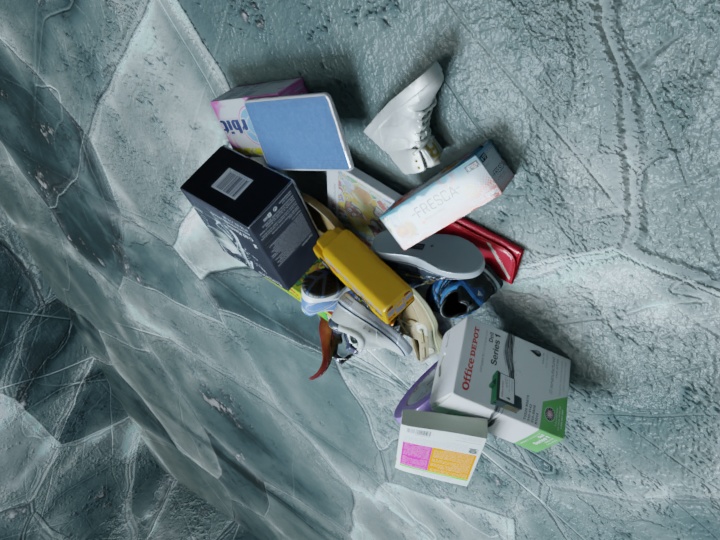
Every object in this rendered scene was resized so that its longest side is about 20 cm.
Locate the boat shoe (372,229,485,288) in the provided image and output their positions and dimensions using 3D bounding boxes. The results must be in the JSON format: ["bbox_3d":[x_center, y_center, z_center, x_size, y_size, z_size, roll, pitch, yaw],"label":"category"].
[{"bbox_3d":[0.118,-0.010,1.091,0.199,0.071,0.091,15,150,34],"label":"boat shoe"}]

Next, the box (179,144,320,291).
[{"bbox_3d":[-0.194,-0.096,1.236,0.199,0.124,0.197,29,160,33],"label":"box"}]

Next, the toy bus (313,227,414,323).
[{"bbox_3d":[0.000,0.000,1.116,0.200,0.065,0.078,44,170,27],"label":"toy bus"}]

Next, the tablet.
[{"bbox_3d":[-0.102,-0.222,1.083,0.199,0.014,0.131,8,129,40],"label":"tablet"}]

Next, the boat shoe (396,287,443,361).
[{"bbox_3d":[0.102,0.097,1.218,0.072,0.065,0.201,56,175,46],"label":"boat shoe"}]

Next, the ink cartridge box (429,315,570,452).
[{"bbox_3d":[0.227,0.182,1.075,0.199,0.147,0.084,23,147,-10],"label":"ink cartridge box"}]

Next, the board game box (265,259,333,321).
[{"bbox_3d":[-0.089,0.015,1.300,0.199,0.102,0.048,33,159,22],"label":"board game box"}]

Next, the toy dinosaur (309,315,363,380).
[{"bbox_3d":[-0.051,0.087,1.317,0.105,0.199,0.182,-36,82,41],"label":"toy dinosaur"}]

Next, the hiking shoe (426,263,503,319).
[{"bbox_3d":[0.151,0.042,1.117,0.074,0.087,0.200,48,156,-2],"label":"hiking shoe"}]

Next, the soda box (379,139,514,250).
[{"bbox_3d":[0.124,-0.108,0.987,0.200,0.064,0.069,-30,102,41],"label":"soda box"}]

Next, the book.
[{"bbox_3d":[0.126,0.291,1.095,0.133,0.048,0.201,8,145,4],"label":"book"}]

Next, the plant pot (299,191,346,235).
[{"bbox_3d":[-0.083,-0.082,1.278,0.200,0.028,0.200,36,160,16],"label":"plant pot"}]

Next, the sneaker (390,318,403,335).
[{"bbox_3d":[0.050,0.093,1.300,0.078,0.077,0.201,33,145,16],"label":"sneaker"}]

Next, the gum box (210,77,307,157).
[{"bbox_3d":[-0.169,-0.266,1.180,0.199,0.066,0.114,8,130,42],"label":"gum box"}]

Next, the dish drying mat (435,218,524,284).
[{"bbox_3d":[0.166,-0.050,1.078,0.199,0.018,0.077,30,144,23],"label":"dish drying mat"}]

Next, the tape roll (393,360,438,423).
[{"bbox_3d":[0.153,0.217,1.202,0.066,0.200,0.200,47,146,-1],"label":"tape roll"}]

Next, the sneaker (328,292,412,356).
[{"bbox_3d":[0.015,0.111,1.183,0.200,0.071,0.073,38,-178,-37],"label":"sneaker"}]

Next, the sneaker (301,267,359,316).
[{"bbox_3d":[-0.027,0.026,1.216,0.076,0.199,0.077,55,143,30],"label":"sneaker"}]

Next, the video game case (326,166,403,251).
[{"bbox_3d":[0.022,-0.090,1.173,0.199,0.023,0.183,33,151,19],"label":"video game case"}]

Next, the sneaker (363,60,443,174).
[{"bbox_3d":[0.090,-0.210,0.960,0.116,0.074,0.200,48,156,-4],"label":"sneaker"}]
